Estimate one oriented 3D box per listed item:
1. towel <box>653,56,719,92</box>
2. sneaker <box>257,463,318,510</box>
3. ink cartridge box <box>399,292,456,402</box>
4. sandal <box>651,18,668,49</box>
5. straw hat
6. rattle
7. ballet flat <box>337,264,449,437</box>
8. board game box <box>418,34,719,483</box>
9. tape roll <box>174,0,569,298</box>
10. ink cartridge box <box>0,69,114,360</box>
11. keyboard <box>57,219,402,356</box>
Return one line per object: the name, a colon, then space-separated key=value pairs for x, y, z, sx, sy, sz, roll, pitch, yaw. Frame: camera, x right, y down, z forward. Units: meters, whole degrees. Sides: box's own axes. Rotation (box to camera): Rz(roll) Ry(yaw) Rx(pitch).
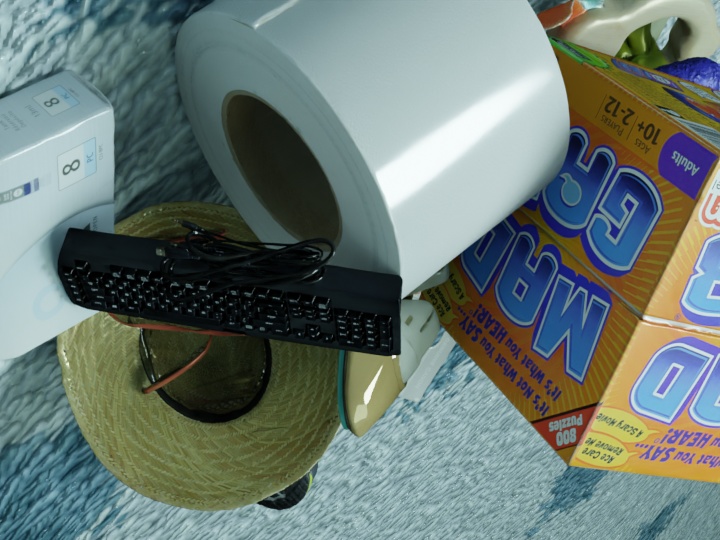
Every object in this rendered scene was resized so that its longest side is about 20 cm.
towel: x=0.170 y=-0.061 z=1.051 sx=0.198 sy=0.050 sz=0.149 roll=-21 pitch=134 yaw=-15
sneaker: x=-0.087 y=0.113 z=1.061 sx=0.074 sy=0.199 sz=0.081 roll=39 pitch=74 yaw=-29
ink cartridge box: x=0.000 y=0.000 z=1.071 sx=0.199 sy=0.050 sz=0.162 roll=19 pitch=112 yaw=-37
sandal: x=0.236 y=-0.174 z=1.270 sx=0.079 sy=0.057 sz=0.202 roll=-20 pitch=142 yaw=-44
straw hat: x=-0.102 y=0.050 z=0.976 sx=0.201 sy=0.201 sz=0.085 roll=-48 pitch=-173 yaw=-1
rattle: x=0.162 y=-0.197 z=1.048 sx=0.199 sy=0.144 sz=0.130 roll=12 pitch=147 yaw=-44
ballet flat: x=0.024 y=0.014 z=0.936 sx=0.069 sy=0.062 sz=0.201 roll=73 pitch=17 yaw=-51
board game box: x=0.196 y=-0.005 z=0.942 sx=0.198 sy=0.200 sz=0.201 roll=10 pitch=112 yaw=-32
tape roll: x=0.004 y=-0.094 z=0.862 sx=0.139 sy=0.202 sz=0.203 roll=-37 pitch=152 yaw=-22
ink cartridge box: x=-0.224 y=-0.002 z=0.805 sx=0.199 sy=0.047 sz=0.161 roll=-34 pitch=151 yaw=-33
keyboard: x=-0.076 y=0.018 z=0.812 sx=0.104 sy=0.198 sz=0.040 roll=87 pitch=12 yaw=-55
